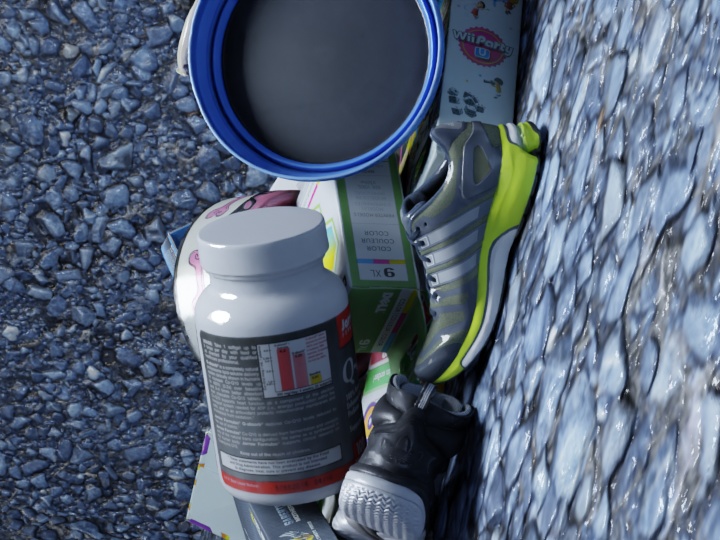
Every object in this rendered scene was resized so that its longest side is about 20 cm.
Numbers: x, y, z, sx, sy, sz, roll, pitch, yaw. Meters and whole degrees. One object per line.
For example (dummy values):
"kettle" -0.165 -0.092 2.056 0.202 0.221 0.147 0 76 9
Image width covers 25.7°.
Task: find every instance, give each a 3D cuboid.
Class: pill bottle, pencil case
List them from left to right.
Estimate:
"pill bottle" -0.061 0.062 1.166 0.116 0.116 0.200 -100 3 -72
"pencil case" -0.049 -0.173 1.279 0.078 0.200 0.090 -69 -8 -59

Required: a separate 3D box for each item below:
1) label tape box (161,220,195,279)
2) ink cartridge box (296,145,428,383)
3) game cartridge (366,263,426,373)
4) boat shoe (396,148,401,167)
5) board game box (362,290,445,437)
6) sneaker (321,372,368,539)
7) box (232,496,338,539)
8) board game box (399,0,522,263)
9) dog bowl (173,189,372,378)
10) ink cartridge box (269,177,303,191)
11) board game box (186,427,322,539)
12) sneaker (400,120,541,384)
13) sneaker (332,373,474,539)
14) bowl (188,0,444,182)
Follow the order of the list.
"label tape box" -0.119 0.023 1.418 0.144 0.063 0.200 64 170 -2
"ink cartridge box" 0.000 0.000 1.237 0.104 0.059 0.200 116 150 -55
"game cartridge" 0.038 0.024 1.431 0.200 0.041 0.133 -86 7 -49
"boat shoe" -0.009 -0.082 1.344 0.073 0.200 0.063 54 132 54
"board game box" 0.030 0.115 1.264 0.096 0.030 0.200 -1 79 63
"sneaker" -0.003 0.176 1.353 0.080 0.070 0.200 -103 26 -80
"box" -0.049 0.236 1.233 0.200 0.051 0.158 -129 23 -60
"board game box" 0.077 -0.124 1.267 0.148 0.064 0.200 114 167 -55
"dog bowl" -0.057 0.021 1.334 0.074 0.200 0.200 -25 46 43
"ink cartridge box" -0.027 -0.056 1.529 0.200 0.083 0.147 -60 -19 -24
"board game box" -0.061 0.160 1.442 0.200 0.105 0.103 -46 -25 -58
"sneaker" 0.063 -0.016 1.109 0.074 0.081 0.200 -101 25 -74
"sneaker" 0.035 0.143 1.128 0.200 0.075 0.114 91 -157 -71
"bowl" -0.032 -0.166 1.202 0.039 0.200 0.201 8 -86 -75
